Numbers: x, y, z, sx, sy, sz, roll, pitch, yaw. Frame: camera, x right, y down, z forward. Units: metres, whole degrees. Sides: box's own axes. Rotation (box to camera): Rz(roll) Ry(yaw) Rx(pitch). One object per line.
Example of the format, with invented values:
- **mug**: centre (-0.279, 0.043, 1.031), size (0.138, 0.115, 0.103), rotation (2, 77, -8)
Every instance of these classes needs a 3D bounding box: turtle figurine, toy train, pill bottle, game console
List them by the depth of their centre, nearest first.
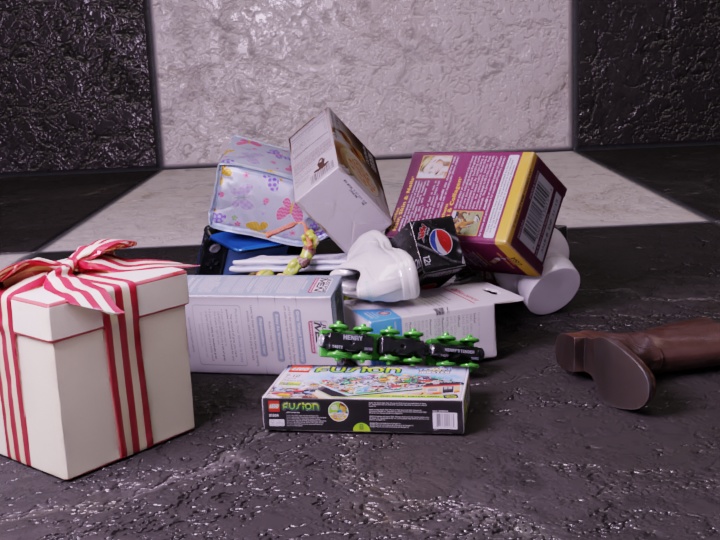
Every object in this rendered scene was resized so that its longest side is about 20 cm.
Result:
- **toy train**: centre (0.042, 0.085, 1.140), size (0.197, 0.042, 0.056), rotation (7, -13, -22)
- **turtle figurine**: centre (-0.091, 0.040, 1.344), size (0.160, 0.065, 0.201), rotation (26, 70, 36)
- **pill bottle**: centre (0.219, -0.036, 1.448), size (0.109, 0.112, 0.201), rotation (-7, 42, -22)
- **game console**: centre (-0.140, -0.022, 1.642), size (0.197, 0.172, 0.119), rotation (-9, 49, -29)

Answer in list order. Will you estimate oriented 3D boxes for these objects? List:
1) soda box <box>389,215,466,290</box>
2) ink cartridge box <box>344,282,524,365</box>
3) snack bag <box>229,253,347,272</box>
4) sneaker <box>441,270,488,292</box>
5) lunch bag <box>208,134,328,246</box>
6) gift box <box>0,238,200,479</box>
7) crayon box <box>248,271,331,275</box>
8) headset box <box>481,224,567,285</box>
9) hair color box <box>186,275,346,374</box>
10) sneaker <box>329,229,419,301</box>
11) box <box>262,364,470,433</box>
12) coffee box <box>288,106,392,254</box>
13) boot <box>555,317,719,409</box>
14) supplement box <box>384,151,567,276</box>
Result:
- **soda box**: centre (0.058, 0.002, 1.338), size (0.062, 0.072, 0.200), rotation (-8, -17, -25)
- **ink cartridge box**: centre (0.085, 0.067, 1.245), size (0.197, 0.068, 0.116), rotation (-7, 12, -18)
- **snack bag**: centre (-0.063, -0.015, 1.487), size (0.186, 0.022, 0.200), rotation (-2, 4, 18)
- **sneaker**: centre (0.132, 0.003, 1.493), size (0.077, 0.084, 0.200), rotation (-5, 13, -9)
- **lunch bag**: centre (-0.116, -0.120, 1.576), size (0.197, 0.129, 0.170), rotation (15, 20, -4)
- **gift box**: centre (-0.258, 0.072, 1.011), size (0.198, 0.190, 0.184), rotation (5, 15, 35)
- **crayon box**: centre (-0.065, 0.028, 1.490), size (0.196, 0.052, 0.126), rotation (-1, 12, 4)
- **headset box**: centre (0.219, -0.029, 1.635), size (0.198, 0.079, 0.148), rotation (6, 15, 41)
- **hair color box**: centre (-0.117, 0.062, 1.213), size (0.197, 0.101, 0.061), rotation (0, 23, 14)
- **sneaker**: centre (0.000, 0.000, 1.264), size (0.087, 0.076, 0.200), rotation (-15, 10, -13)
- **box**: centre (0.009, 0.128, 1.058), size (0.197, 0.035, 0.110), rotation (-1, 12, 9)
- **coffee box**: centre (-0.031, -0.126, 1.440), size (0.079, 0.114, 0.201), rotation (-37, 27, 15)
- **boot**: centre (0.332, 0.092, 1.111), size (0.197, 0.065, 0.186), rotation (-1, 14, -16)
- **supplement box**: centre (0.150, -0.076, 1.377), size (0.198, 0.133, 0.103), rotation (7, -20, 41)
